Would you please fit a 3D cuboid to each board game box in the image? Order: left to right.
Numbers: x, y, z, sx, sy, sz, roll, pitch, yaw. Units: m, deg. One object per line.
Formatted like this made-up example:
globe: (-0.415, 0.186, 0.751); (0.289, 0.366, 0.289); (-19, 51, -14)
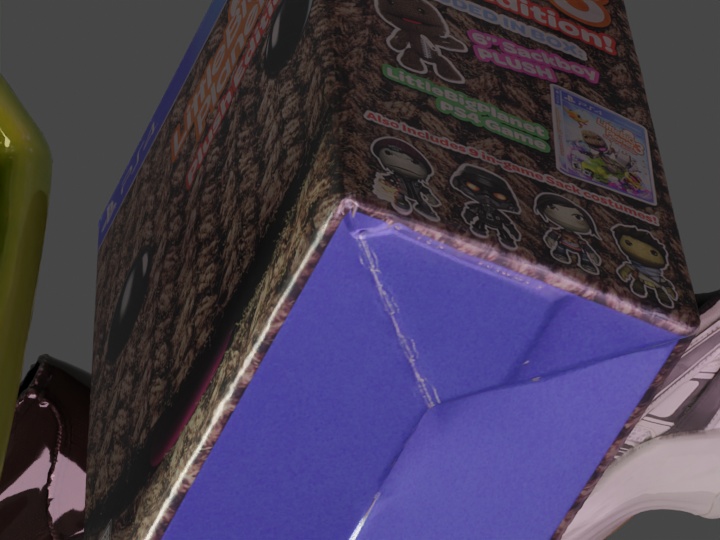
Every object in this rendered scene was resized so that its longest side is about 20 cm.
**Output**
board game box: (0.000, 0.000, 0.799); (0.096, 0.200, 0.160); (20, 121, -17)

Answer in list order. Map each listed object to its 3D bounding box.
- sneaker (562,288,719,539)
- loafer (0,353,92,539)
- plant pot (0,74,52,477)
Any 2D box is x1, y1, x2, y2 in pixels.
sneaker: (0.066, 0.042, 0.926); (0.199, 0.076, 0.088); (-22, 96, 20)
loafer: (-0.147, 0.086, 0.938); (0.199, 0.073, 0.071); (-33, 110, 15)
plant pot: (-0.216, -0.005, 0.790); (0.181, 0.200, 0.200); (-24, 125, 21)
